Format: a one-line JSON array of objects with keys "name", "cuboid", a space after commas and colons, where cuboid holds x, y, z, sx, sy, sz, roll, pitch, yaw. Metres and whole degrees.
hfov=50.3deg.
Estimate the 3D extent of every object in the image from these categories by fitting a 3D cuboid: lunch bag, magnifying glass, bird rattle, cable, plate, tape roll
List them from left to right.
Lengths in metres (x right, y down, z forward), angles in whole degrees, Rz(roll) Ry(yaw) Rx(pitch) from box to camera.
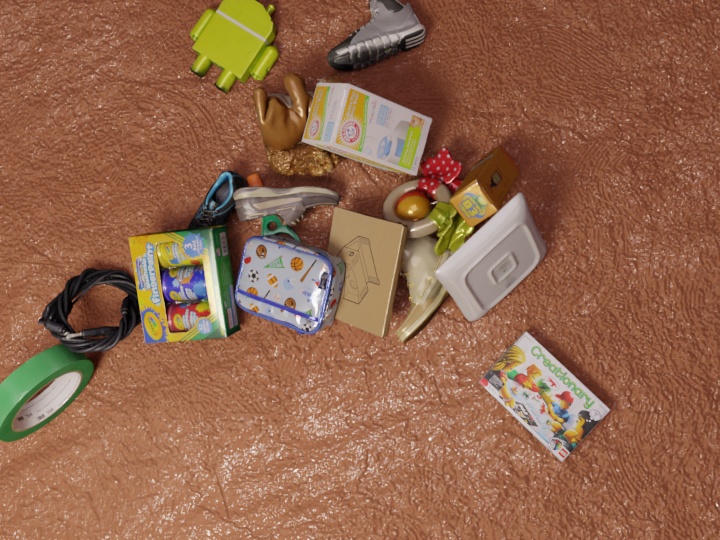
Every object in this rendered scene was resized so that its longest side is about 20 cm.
[{"name": "tape roll", "cuboid": [-0.576, 0.218, 1.378, 0.048, 0.200, 0.201, 43, 88, 11]}, {"name": "cable", "cuboid": [-0.478, 0.066, 1.411, 0.162, 0.051, 0.200, 21, 41, 14]}, {"name": "magnifying glass", "cuboid": [-0.171, -0.092, 1.471, 0.079, 0.022, 0.201, -23, 82, 2]}, {"name": "lunch bag", "cuboid": [-0.128, 0.028, 1.395, 0.199, 0.075, 0.161, 19, 101, 22]}, {"name": "bird rattle", "cuboid": [0.118, -0.126, 1.375, 0.162, 0.113, 0.201, -14, 57, 5]}, {"name": "plate", "cuboid": [0.239, -0.011, 1.330, 0.200, 0.200, 0.032, -44, 52, -2]}]

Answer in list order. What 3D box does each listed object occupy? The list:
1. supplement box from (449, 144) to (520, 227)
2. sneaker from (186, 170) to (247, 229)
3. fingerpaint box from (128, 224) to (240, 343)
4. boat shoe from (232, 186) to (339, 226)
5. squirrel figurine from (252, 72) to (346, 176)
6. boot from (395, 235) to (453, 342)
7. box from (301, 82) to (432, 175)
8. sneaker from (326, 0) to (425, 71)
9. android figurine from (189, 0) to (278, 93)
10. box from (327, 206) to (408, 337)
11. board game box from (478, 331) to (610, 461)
[{"name": "supplement box", "cuboid": [0.221, -0.150, 1.342, 0.069, 0.200, 0.067, -33, 99, 31]}, {"name": "sneaker", "cuboid": [-0.288, -0.102, 1.452, 0.073, 0.082, 0.201, 26, 87, 7]}, {"name": "fingerpaint box", "cuboid": [-0.322, 0.026, 1.408, 0.166, 0.073, 0.201, -4, 97, 13]}, {"name": "boat shoe", "cuboid": [-0.138, -0.120, 1.438, 0.199, 0.074, 0.074, -1, 93, -8]}, {"name": "squirrel figurine", "cuboid": [-0.096, -0.275, 1.447, 0.186, 0.142, 0.201, -13, 95, -6]}, {"name": "boot", "cuboid": [0.086, 0.015, 1.398, 0.155, 0.073, 0.200, 36, 81, 8]}, {"name": "box", "cuboid": [0.012, -0.251, 1.367, 0.199, 0.101, 0.113, 14, 93, -37]}, {"name": "sneaker", "cuboid": [0.017, -0.465, 1.482, 0.199, 0.075, 0.116, -19, 76, -7]}, {"name": "android figurine", "cuboid": [-0.247, -0.456, 1.517, 0.182, 0.041, 0.201, 31, 87, 9]}, {"name": "box", "cuboid": [0.000, 0.000, 1.375, 0.163, 0.021, 0.201, 18, 103, 37]}, {"name": "board game box", "cuboid": [0.325, 0.223, 1.366, 0.200, 0.035, 0.126, 43, 88, 10]}]
